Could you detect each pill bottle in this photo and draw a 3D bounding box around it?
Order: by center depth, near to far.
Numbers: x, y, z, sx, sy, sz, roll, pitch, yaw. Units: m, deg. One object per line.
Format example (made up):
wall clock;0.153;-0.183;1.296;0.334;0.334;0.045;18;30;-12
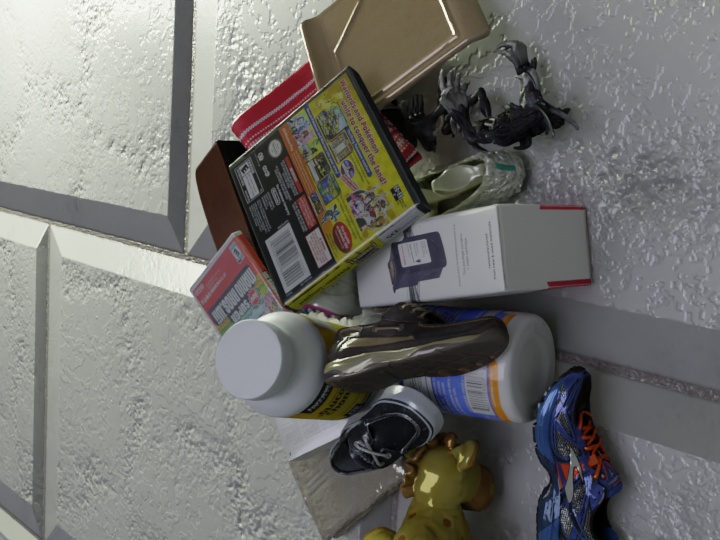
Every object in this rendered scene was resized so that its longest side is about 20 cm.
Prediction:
pill bottle;0.094;0.094;0.986;0.199;0.112;0.113;3;95;37
pill bottle;-0.069;0.105;1.020;0.111;0.200;0.113;-5;79;26

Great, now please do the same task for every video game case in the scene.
video game case;-0.039;-0.087;0.974;0.180;0.025;0.201;-37;57;19
video game case;-0.135;0.068;1.196;0.200;0.017;0.143;55;134;10

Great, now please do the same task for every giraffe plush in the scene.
giraffe plush;0.084;0.261;1.012;0.172;0.200;0.163;5;69;32

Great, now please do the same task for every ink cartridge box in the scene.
ink cartridge box;0.110;-0.013;0.956;0.199;0.144;0.085;-8;86;47

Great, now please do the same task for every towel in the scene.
towel;-0.044;-0.147;1.048;0.144;0.023;0.200;-38;60;-5
towel;-0.015;0.248;1.195;0.200;0.034;0.133;-46;61;37

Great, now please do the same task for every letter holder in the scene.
letter holder;-0.156;-0.055;1.278;0.142;0.100;0.201;-40;64;43

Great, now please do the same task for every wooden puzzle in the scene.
wooden puzzle;0.034;-0.266;1.038;0.199;0.037;0.186;-30;54;20

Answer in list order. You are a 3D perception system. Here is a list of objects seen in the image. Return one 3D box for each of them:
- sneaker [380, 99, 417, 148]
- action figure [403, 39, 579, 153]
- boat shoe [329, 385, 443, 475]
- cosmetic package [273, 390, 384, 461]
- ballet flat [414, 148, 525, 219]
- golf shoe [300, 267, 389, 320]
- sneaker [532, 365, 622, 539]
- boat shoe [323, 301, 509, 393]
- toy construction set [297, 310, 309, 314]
sneaker;0.009;-0.224;1.107;0.200;0.075;0.116;41;119;39
action figure;0.128;-0.172;0.948;0.200;0.119;0.103;9;120;54
boat shoe;0.019;0.179;0.993;0.072;0.068;0.200;44;149;-6
cosmetic package;-0.011;0.156;1.127;0.199;0.051;0.083;-28;69;23
ballet flat;0.092;-0.091;1.032;0.200;0.072;0.072;-22;77;47
golf shoe;0.000;0.000;1.050;0.075;0.200;0.092;11;99;21
sneaker;0.221;0.191;0.918;0.078;0.075;0.201;4;104;38
boat shoe;0.047;0.065;0.911;0.199;0.074;0.074;-15;63;27
toy construction set;-0.055;-0.044;1.128;0.092;0.131;0.200;27;152;20
